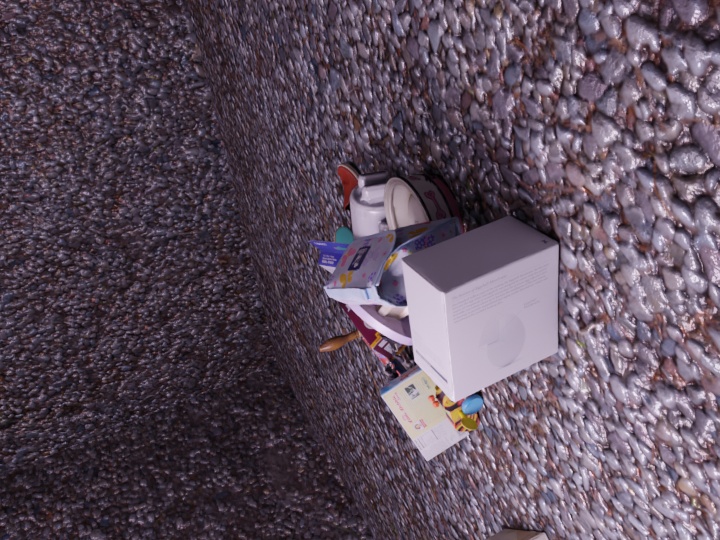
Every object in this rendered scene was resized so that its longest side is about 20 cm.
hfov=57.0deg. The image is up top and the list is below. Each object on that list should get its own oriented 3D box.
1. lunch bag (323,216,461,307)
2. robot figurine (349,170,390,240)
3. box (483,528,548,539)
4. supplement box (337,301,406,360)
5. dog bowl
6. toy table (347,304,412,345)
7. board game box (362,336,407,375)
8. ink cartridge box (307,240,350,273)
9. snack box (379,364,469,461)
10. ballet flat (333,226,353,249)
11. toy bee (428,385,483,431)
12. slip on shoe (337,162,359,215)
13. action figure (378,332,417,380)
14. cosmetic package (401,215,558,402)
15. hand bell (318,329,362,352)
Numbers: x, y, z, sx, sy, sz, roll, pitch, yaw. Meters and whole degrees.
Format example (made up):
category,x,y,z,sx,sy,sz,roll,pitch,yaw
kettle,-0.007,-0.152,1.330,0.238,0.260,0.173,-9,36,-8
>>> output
category,x,y,z,sx,sy,sz,roll,pitch,yaw
lunch bag,0.056,-0.007,1.094,0.169,0.200,0.127,-4,110,63
robot figurine,0.037,-0.112,1.409,0.170,0.113,0.200,-101,4,-50
box,0.330,0.600,1.381,0.095,0.078,0.200,66,163,12
supplement box,0.043,0.106,1.601,0.086,0.110,0.200,37,-172,-42
dog bowl,0.121,-0.091,1.245,0.200,0.074,0.200,55,158,36
toy table,0.067,0.046,1.322,0.117,0.200,0.184,-52,12,27
board game box,0.083,0.236,1.659,0.200,0.019,0.103,50,-173,7
ink cartridge box,0.000,0.000,1.487,0.200,0.041,0.199,35,163,-37
snack box,0.142,0.314,1.471,0.200,0.116,0.037,57,-177,-17
ballet flat,-0.018,-0.021,1.770,0.065,0.070,0.201,79,170,-76
toy bee,0.190,0.265,1.380,0.131,0.108,0.201,-149,41,-66
slip on shoe,-0.014,-0.172,1.587,0.074,0.061,0.200,110,138,-67
action figure,0.116,0.213,1.510,0.102,0.119,0.201,36,149,66
cosmetic package,0.183,0.053,1.000,0.123,0.199,0.201,44,149,52
hand bell,-0.017,0.169,1.747,0.104,0.199,0.104,57,158,37
